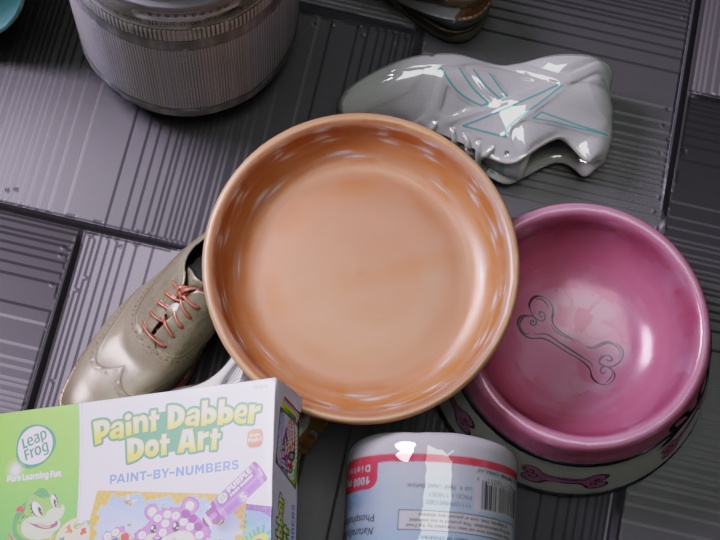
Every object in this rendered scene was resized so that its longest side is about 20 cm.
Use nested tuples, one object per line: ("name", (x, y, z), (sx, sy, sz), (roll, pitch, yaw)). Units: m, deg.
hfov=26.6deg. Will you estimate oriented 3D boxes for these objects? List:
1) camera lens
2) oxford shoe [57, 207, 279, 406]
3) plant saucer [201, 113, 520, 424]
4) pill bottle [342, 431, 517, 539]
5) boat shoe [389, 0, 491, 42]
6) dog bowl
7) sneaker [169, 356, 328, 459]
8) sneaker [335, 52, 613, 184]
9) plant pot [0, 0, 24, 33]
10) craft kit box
("camera lens", (-0.119, -0.207, 1.009), (0.158, 0.200, 0.162), (1, 72, -3))
("oxford shoe", (-0.125, 0.027, 0.999), (0.070, 0.075, 0.200), (39, 74, 10))
("plant saucer", (0.000, 0.000, 0.960), (0.198, 0.037, 0.202), (1, 73, -2))
("pill bottle", (0.040, 0.207, 0.932), (0.108, 0.109, 0.202), (5, 71, -2))
("boat shoe", (0.008, -0.242, 1.097), (0.199, 0.068, 0.075), (27, 72, 6))
("dog bowl", (0.143, 0.044, 1.010), (0.198, 0.074, 0.202), (1, 72, -3))
("sneaker", (-0.109, 0.126, 0.980), (0.087, 0.076, 0.200), (37, 71, 27))
("sneaker", (0.082, -0.104, 1.057), (0.198, 0.070, 0.081), (-2, 75, -4))
("plant pot", (-0.302, -0.278, 1.031), (0.199, 0.201, 0.162), (11, 62, 1))
("craft kit box", (-0.132, 0.173, 0.889), (0.198, 0.049, 0.199), (-9, 63, 19))
